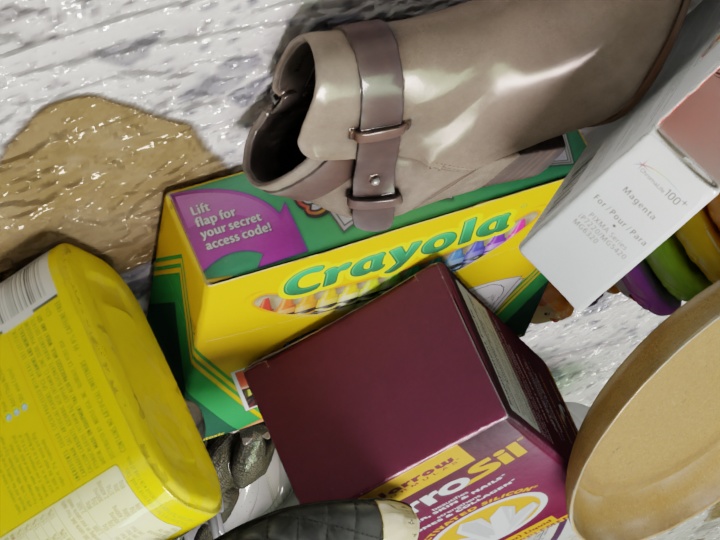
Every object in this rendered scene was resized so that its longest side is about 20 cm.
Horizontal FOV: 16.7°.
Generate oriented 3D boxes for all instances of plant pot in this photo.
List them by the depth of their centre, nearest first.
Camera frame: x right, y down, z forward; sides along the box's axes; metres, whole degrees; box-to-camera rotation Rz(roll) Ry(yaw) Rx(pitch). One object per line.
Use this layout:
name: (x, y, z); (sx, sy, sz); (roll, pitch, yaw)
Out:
plant pot: (0.175, 0.058, 1.209); (0.199, 0.028, 0.201); (-30, 150, -19)

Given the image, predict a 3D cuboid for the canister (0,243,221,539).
canister: (-0.176, 0.098, 1.101); (0.199, 0.149, 0.086); (-32, 157, 13)

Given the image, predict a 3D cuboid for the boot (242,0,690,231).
boot: (0.041, -0.088, 1.029); (0.145, 0.071, 0.200); (-1, 142, -30)

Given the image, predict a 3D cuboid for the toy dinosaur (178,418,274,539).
toy dinosaur: (-0.081, 0.107, 1.285); (0.201, 0.077, 0.102); (-62, 179, 1)

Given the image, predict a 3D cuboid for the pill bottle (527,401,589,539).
pill bottle: (0.064, 0.123, 1.456); (0.199, 0.113, 0.112); (0, 147, -46)

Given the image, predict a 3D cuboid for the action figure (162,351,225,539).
action figure: (-0.135, 0.101, 1.188); (0.069, 0.131, 0.200); (-2, 160, -39)

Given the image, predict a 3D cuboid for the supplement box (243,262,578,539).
supplement box: (0.037, 0.082, 1.210); (0.110, 0.086, 0.200); (-28, 157, 10)

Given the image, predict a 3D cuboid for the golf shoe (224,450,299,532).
golf shoe: (-0.116, 0.144, 1.397); (0.097, 0.079, 0.200); (24, 127, -37)

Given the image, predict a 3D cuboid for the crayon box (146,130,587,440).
crayon box: (0.000, 0.000, 1.184); (0.199, 0.059, 0.173); (-17, 157, -18)

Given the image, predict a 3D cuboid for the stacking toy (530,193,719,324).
stacking toy: (0.161, -0.021, 1.259); (0.199, 0.110, 0.116); (-29, 158, 21)

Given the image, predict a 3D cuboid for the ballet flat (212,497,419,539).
ballet flat: (-0.060, 0.149, 1.080); (0.199, 0.057, 0.067); (-18, 153, -24)

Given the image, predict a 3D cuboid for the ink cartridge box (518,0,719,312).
ink cartridge box: (0.163, -0.090, 1.050); (0.174, 0.044, 0.200); (-43, -174, 37)
